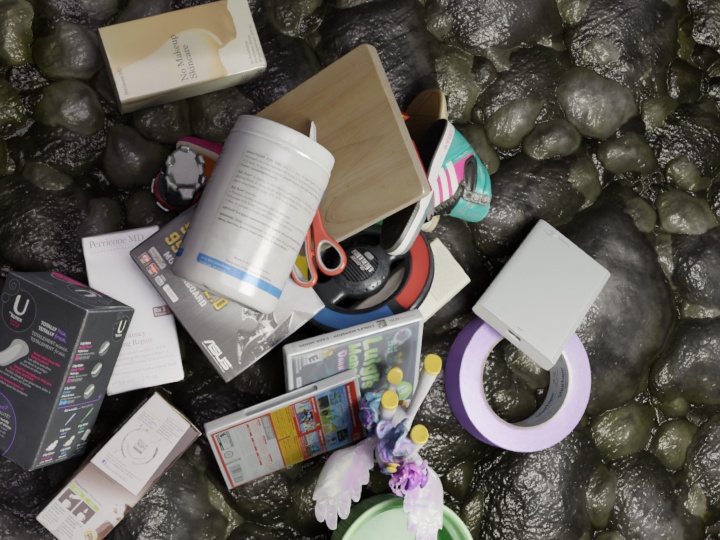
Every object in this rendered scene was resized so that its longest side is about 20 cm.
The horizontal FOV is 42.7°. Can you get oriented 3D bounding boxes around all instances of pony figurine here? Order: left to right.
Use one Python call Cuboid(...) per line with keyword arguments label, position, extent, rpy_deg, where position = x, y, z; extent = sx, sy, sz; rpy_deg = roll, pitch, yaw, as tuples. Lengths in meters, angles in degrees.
Cuboid(label="pony figurine", position=(0.041, 0.223, 1.147), extent=(0.165, 0.201, 0.194), rpy_deg=(15, 51, 0))

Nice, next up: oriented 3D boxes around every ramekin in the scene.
Cuboid(label="ramekin", position=(0.048, 0.394, 1.226), extent=(0.199, 0.098, 0.201), rpy_deg=(1, 86, -14))

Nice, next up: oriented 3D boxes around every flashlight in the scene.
Cuboid(label="flashlight", position=(-0.223, -0.113, 1.141), extent=(0.068, 0.200, 0.068), rpy_deg=(41, 76, -7))

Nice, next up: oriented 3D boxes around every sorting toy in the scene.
Cuboid(label="sorting toy", position=(-0.017, -0.147, 1.165), extent=(0.069, 0.199, 0.200), rpy_deg=(-7, 74, -57))

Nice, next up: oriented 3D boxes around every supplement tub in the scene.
Cuboid(label="supplement tub", position=(-0.124, -0.063, 1.070), extent=(0.131, 0.132, 0.201), rpy_deg=(25, 83, -11))

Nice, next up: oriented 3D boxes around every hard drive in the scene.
Cuboid(label="hard drive", position=(0.257, 0.029, 1.290), extent=(0.132, 0.026, 0.200), rpy_deg=(39, 54, 5))

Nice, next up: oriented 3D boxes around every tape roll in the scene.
Cuboid(label="tape roll", position=(0.223, 0.153, 1.306), extent=(0.199, 0.066, 0.202), rpy_deg=(1, 85, -14))

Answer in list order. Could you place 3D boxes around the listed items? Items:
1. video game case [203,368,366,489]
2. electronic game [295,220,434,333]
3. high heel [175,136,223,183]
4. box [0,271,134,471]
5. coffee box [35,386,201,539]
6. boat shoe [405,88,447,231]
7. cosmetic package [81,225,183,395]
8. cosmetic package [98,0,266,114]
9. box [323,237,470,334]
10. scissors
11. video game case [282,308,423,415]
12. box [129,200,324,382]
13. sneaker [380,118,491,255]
Cuboid(label="video game case", position=(-0.092, 0.207, 1.187), extent=(0.199, 0.143, 0.017), rpy_deg=(-19, 49, -10))
Cuboid(label="electronic game", position=(0.000, 0.000, 1.225), extent=(0.199, 0.042, 0.201), rpy_deg=(-6, 56, 9))
Cuboid(label="high heel", position=(-0.145, -0.146, 1.245), extent=(0.199, 0.067, 0.096), rpy_deg=(24, 51, 1))
Cuboid(label="box", position=(-0.373, 0.115, 1.093), extent=(0.122, 0.106, 0.201), rpy_deg=(24, 97, 16))
Cuboid(label="coffee box", position=(-0.297, 0.245, 1.141), extent=(0.080, 0.113, 0.200), rpy_deg=(44, 78, -7))
Cuboid(label="boat shoe", position=(0.094, -0.155, 1.300), extent=(0.065, 0.072, 0.201), rpy_deg=(19, 75, -49))
Cuboid(label="cosmetic package", position=(-0.291, 0.050, 1.178), extent=(0.101, 0.074, 0.201), rpy_deg=(-11, 90, -15))
Cuboid(label="cosmetic package", position=(-0.235, -0.285, 1.217), extent=(0.199, 0.071, 0.106), rpy_deg=(-19, 91, -15))
Cuboid(label="box", position=(0.049, 0.049, 1.267), extent=(0.200, 0.068, 0.082), rpy_deg=(-39, 95, -13))
Cuboid(label="scissors", position=(-0.069, -0.081, 1.138), extent=(0.073, 0.014, 0.201), rpy_deg=(-13, 87, 6))
Cuboid(label="video game case", position=(-0.009, 0.144, 1.197), extent=(0.181, 0.201, 0.023), rpy_deg=(-15, 47, -15))
Cuboid(label="box", position=(-0.165, 0.013, 1.149), extent=(0.158, 0.048, 0.200), rpy_deg=(-36, 95, -11))
Cuboid(label="sneaker", position=(0.108, -0.087, 1.219), extent=(0.120, 0.083, 0.201), rpy_deg=(34, 70, -26))
